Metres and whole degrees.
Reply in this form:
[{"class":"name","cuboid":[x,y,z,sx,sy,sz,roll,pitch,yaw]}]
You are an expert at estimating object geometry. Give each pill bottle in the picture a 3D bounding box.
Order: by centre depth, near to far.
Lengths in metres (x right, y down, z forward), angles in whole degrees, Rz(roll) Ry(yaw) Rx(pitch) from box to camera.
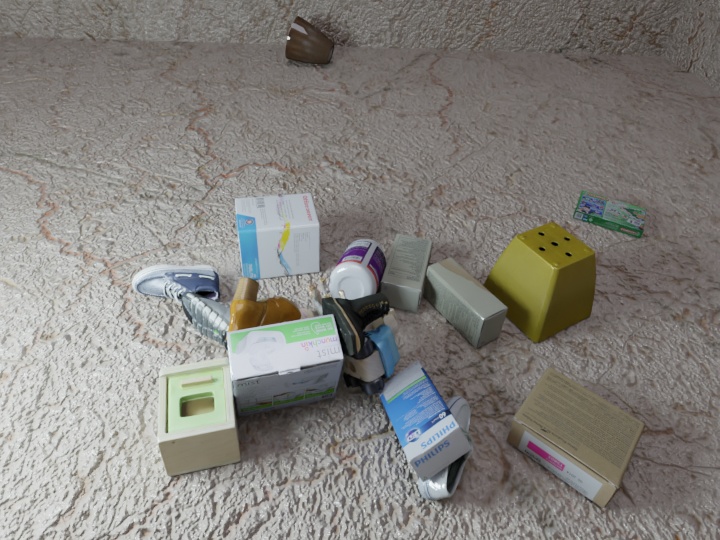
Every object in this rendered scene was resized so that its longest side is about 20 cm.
[{"class":"pill bottle","cuboid":[0.000,0.000,1.247,0.109,0.116,0.201,11,26,9]}]

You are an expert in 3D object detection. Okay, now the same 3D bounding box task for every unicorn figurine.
[{"class":"unicorn figurine","cuboid":[-0.059,0.103,1.142,0.072,0.141,0.201,-15,28,-8]}]

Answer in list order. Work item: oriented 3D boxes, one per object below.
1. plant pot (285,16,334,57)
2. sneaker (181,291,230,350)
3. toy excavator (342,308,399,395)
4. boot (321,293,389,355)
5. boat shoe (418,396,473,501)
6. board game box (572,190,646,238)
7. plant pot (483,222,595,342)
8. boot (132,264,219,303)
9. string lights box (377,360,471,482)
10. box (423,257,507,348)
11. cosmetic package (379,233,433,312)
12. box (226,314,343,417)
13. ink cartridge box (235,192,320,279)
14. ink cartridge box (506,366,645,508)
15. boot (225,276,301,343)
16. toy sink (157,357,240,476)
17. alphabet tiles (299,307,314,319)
[{"class":"plant pot","cuboid":[-0.225,-1.041,2.448,0.195,0.190,0.189,21,40,-2]},{"class":"sneaker","cuboid":[-0.286,0.095,1.143,0.198,0.076,0.115,35,42,17]},{"class":"toy excavator","cuboid":[0.036,0.148,1.086,0.196,0.103,0.193,-26,15,-28]},{"class":"boot","cuboid":[0.010,0.086,1.003,0.134,0.080,0.200,-8,22,-15]},{"class":"boat shoe","cuboid":[0.169,0.312,0.930,0.066,0.074,0.202,-19,33,44]},{"class":"board game box","cuboid":[0.757,-0.174,1.604,0.195,0.030,0.135,22,42,20]},{"class":"plant pot","cuboid":[0.431,0.009,1.241,0.195,0.180,0.201,-19,44,-25]},{"class":"boot","cuboid":[-0.421,0.037,1.210,0.194,0.075,0.091,-8,35,-15]},{"class":"string lights box","cuboid":[0.106,0.258,0.936,0.101,0.060,0.201,-33,27,1]},{"class":"box","cuboid":[0.236,0.071,1.217,0.076,0.097,0.200,-19,46,-27]},{"class":"cosmetic package","cuboid":[0.114,0.003,1.302,0.102,0.073,0.202,13,41,9]},{"class":"box","cuboid":[-0.140,0.180,0.975,0.193,0.178,0.099,-8,57,-14]},{"class":"ink cartridge box","cuboid":[-0.206,-0.087,1.320,0.193,0.149,0.149,-6,40,-12]},{"class":"ink cartridge box","cuboid":[0.394,0.299,0.974,0.197,0.077,0.164,32,48,28]},{"class":"boot","cuboid":[-0.199,0.119,1.082,0.069,0.201,0.148,-9,60,29]},{"class":"toy sink","cuboid":[-0.291,0.238,0.954,0.126,0.115,0.202,-6,41,-13]},{"class":"alphabet tiles","cuboid":[-0.189,0.139,1.158,0.194,0.015,0.197,-12,43,-19]}]
